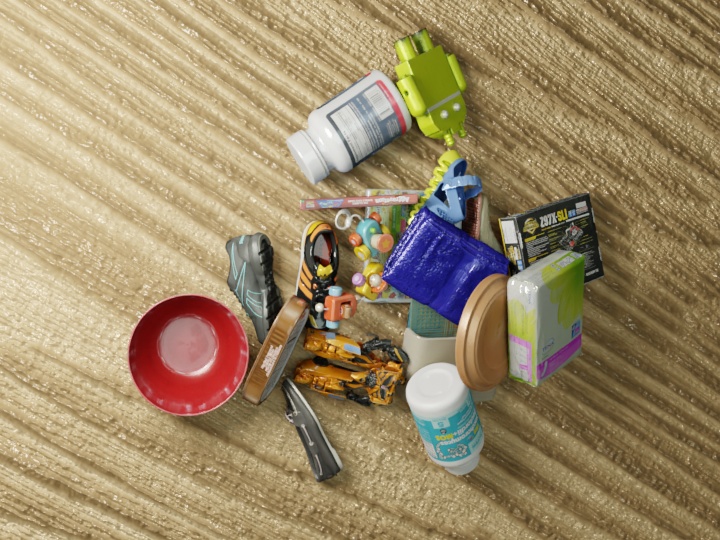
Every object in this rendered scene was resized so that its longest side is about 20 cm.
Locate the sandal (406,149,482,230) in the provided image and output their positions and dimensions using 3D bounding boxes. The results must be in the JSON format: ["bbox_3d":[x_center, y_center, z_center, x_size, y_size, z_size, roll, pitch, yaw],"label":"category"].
[{"bbox_3d":[0.147,-0.107,1.615,0.086,0.079,0.203,27,94,30],"label":"sandal"}]

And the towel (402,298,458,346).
[{"bbox_3d":[0.176,0.097,1.681,0.196,0.022,0.149,-1,121,-14],"label":"towel"}]

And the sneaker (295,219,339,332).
[{"bbox_3d":[-0.073,0.015,1.609,0.069,0.090,0.204,1,95,-12],"label":"sneaker"}]

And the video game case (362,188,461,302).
[{"bbox_3d":[0.095,-0.043,1.676,0.178,0.023,0.204,1,96,-12],"label":"video game case"}]

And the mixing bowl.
[{"bbox_3d":[-0.291,0.135,1.564,0.196,0.108,0.204,-1,95,-12],"label":"mixing bowl"}]

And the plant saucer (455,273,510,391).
[{"bbox_3d":[0.229,0.108,1.578,0.199,0.032,0.204,-21,118,-47],"label":"plant saucer"}]

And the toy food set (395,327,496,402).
[{"bbox_3d":[0.168,0.165,1.679,0.196,0.061,0.146,-1,121,-15],"label":"toy food set"}]

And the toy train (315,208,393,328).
[{"bbox_3d":[0.000,0.000,1.579,0.149,0.055,0.204,-3,106,-46],"label":"toy train"}]

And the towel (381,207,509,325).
[{"bbox_3d":[0.149,0.000,1.590,0.198,0.050,0.149,30,96,-20],"label":"towel"}]

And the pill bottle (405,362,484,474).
[{"bbox_3d":[0.156,0.269,1.638,0.110,0.111,0.202,-28,125,-8],"label":"pill bottle"}]

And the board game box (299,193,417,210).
[{"bbox_3d":[-0.004,-0.118,1.587,0.196,0.103,0.020,-3,96,-1],"label":"board game box"}]

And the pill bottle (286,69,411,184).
[{"bbox_3d":[-0.022,-0.240,1.582,0.198,0.120,0.121,-34,101,-7],"label":"pill bottle"}]

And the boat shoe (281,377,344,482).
[{"bbox_3d":[-0.097,0.287,1.642,0.056,0.067,0.202,-32,104,-12],"label":"boat shoe"}]

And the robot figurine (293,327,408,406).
[{"bbox_3d":[-0.013,0.177,1.634,0.196,0.058,0.147,16,117,-5],"label":"robot figurine"}]

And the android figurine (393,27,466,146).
[{"bbox_3d":[0.127,-0.315,1.605,0.181,0.041,0.203,-34,102,-49],"label":"android figurine"}]

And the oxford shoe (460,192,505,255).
[{"bbox_3d":[0.225,-0.047,1.683,0.072,0.071,0.204,-5,107,-15],"label":"oxford shoe"}]

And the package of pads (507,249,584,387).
[{"bbox_3d":[0.317,0.082,1.590,0.153,0.068,0.204,-26,121,-38],"label":"package of pads"}]

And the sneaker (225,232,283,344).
[{"bbox_3d":[-0.184,0.033,1.608,0.078,0.075,0.204,-2,104,18],"label":"sneaker"}]

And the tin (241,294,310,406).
[{"bbox_3d":[-0.143,0.139,1.585,0.041,0.112,0.203,26,100,3],"label":"tin"}]

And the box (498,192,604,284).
[{"bbox_3d":[0.351,-0.041,1.684,0.198,0.049,0.163,-19,98,-32],"label":"box"}]
